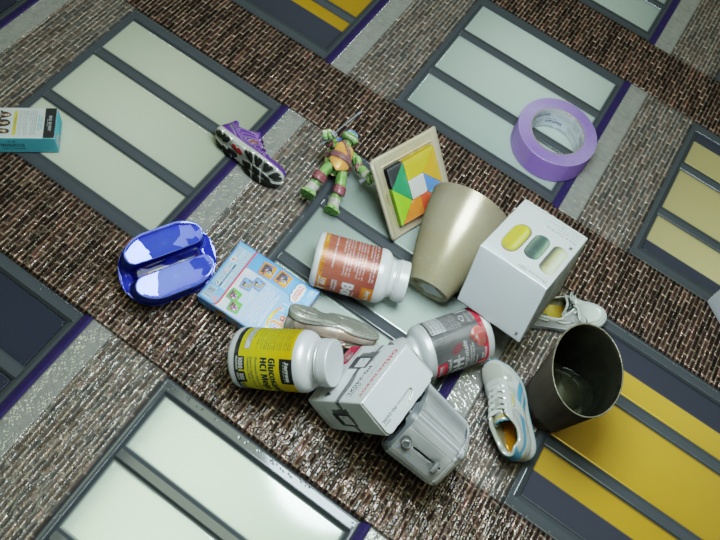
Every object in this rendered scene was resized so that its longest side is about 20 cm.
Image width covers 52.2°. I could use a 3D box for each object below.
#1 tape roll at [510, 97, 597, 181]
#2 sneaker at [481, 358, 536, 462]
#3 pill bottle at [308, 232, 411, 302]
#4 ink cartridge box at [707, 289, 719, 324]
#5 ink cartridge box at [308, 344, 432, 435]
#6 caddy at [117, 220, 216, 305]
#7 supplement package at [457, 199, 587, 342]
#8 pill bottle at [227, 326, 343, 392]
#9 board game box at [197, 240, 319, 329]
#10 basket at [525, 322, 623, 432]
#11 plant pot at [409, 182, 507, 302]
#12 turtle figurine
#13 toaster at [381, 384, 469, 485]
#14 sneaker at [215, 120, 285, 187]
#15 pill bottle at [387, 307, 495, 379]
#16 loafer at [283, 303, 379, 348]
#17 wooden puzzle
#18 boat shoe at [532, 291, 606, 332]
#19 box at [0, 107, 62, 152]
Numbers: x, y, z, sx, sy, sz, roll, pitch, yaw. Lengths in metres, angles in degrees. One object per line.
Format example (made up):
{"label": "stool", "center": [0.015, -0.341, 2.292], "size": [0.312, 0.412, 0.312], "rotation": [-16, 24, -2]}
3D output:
{"label": "tape roll", "center": [0.466, -0.317, 1.774], "size": [0.195, 0.066, 0.204], "rotation": [4, 63, -7]}
{"label": "sneaker", "center": [0.279, 0.264, 1.414], "size": [0.080, 0.076, 0.204], "rotation": [21, 46, -51]}
{"label": "pill bottle", "center": [0.000, 0.000, 1.500], "size": [0.195, 0.113, 0.114], "rotation": [15, 60, -1]}
{"label": "ink cartridge box", "center": [0.899, 0.090, 1.620], "size": [0.196, 0.086, 0.149], "rotation": [-13, 65, -17]}
{"label": "ink cartridge box", "center": [0.016, 0.213, 1.334], "size": [0.084, 0.199, 0.146], "rotation": [50, 61, -16]}
{"label": "caddy", "center": [-0.379, -0.015, 1.451], "size": [0.196, 0.105, 0.144], "rotation": [-21, 91, -19]}
{"label": "supplement package", "center": [0.317, -0.003, 1.439], "size": [0.150, 0.152, 0.199], "rotation": [34, 47, 18]}
{"label": "pill bottle", "center": [-0.136, 0.164, 1.349], "size": [0.195, 0.113, 0.115], "rotation": [0, 58, 22]}
{"label": "board game box", "center": [-0.204, 0.053, 1.481], "size": [0.198, 0.037, 0.152], "rotation": [31, 62, 8]}
{"label": "basket", "center": [0.392, 0.222, 1.398], "size": [0.133, 0.201, 0.183], "rotation": [20, 61, 1]}
{"label": "plant pot", "center": [0.188, -0.044, 1.532], "size": [0.185, 0.188, 0.203], "rotation": [29, 74, 7]}
{"label": "turtle figurine", "center": [-0.035, -0.230, 1.584], "size": [0.197, 0.144, 0.197], "rotation": [16, 72, 38]}
{"label": "toaster", "center": [0.123, 0.294, 1.339], "size": [0.129, 0.200, 0.114], "rotation": [42, 108, 0]}
{"label": "sneaker", "center": [-0.233, -0.268, 1.624], "size": [0.199, 0.081, 0.083], "rotation": [42, 58, 14]}
{"label": "pill bottle", "center": [0.156, 0.150, 1.448], "size": [0.196, 0.111, 0.112], "rotation": [-16, 66, -17]}
{"label": "loafer", "center": [-0.060, 0.121, 1.452], "size": [0.196, 0.064, 0.072], "rotation": [18, 18, -22]}
{"label": "wooden puzzle", "center": [0.119, -0.188, 1.595], "size": [0.198, 0.188, 0.037], "rotation": [-33, 30, -26]}
{"label": "boat shoe", "center": [0.434, 0.081, 1.546], "size": [0.197, 0.087, 0.076], "rotation": [6, 61, -6]}
{"label": "box", "center": [-0.746, -0.300, 1.567], "size": [0.195, 0.049, 0.084], "rotation": [-1, 63, -10]}
